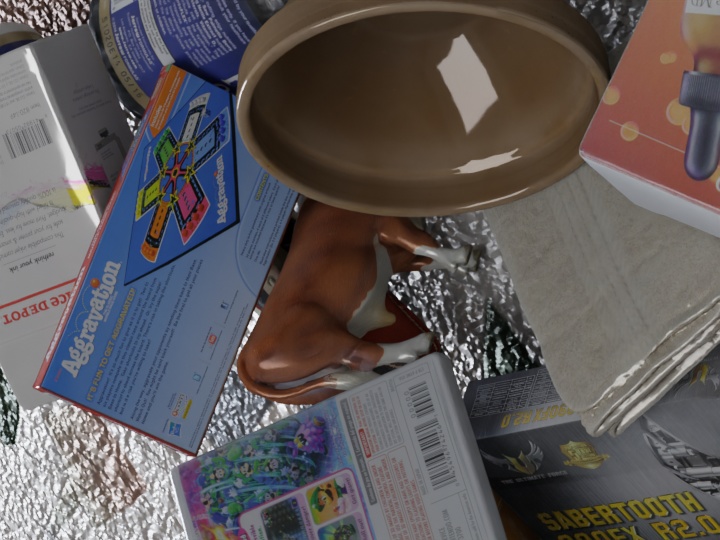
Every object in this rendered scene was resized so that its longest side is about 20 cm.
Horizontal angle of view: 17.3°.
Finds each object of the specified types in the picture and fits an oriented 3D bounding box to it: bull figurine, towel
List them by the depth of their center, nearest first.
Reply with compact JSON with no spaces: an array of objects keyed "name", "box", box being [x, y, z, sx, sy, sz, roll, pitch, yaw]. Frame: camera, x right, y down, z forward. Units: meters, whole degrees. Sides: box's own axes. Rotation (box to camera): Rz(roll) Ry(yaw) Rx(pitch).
[{"name":"towel","box":[0.139,-0.018,1.283,0.132,0.034,0.201,-43,45,27]},{"name":"bull figurine","box":[0.000,0.000,1.399,0.120,0.201,0.065,17,154,11]}]

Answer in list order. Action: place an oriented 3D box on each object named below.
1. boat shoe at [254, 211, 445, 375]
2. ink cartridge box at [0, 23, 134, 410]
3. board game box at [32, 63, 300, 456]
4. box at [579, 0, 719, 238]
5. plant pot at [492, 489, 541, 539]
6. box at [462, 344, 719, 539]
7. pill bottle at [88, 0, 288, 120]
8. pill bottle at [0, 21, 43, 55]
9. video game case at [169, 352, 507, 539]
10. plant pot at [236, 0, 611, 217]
[{"name":"boat shoe","box":[-0.024,0.010,1.467,0.199,0.071,0.063,35,130,27]},{"name":"ink cartridge box","box":[-0.183,-0.030,1.411,0.116,0.067,0.201,-18,97,30]},{"name":"board game box","box":[-0.104,-0.006,1.362,0.102,0.201,0.019,25,169,-20]},{"name":"box","box":[0.224,-0.106,1.151,0.151,0.106,0.201,24,88,25]},{"name":"plant pot","box":[0.053,0.219,1.435,0.183,0.200,0.200,40,130,-5]},{"name":"box","box":[0.174,0.110,1.330,0.199,0.049,0.158,-14,133,38]},{"name":"pill bottle","box":[-0.058,-0.164,1.388,0.199,0.112,0.113,-21,96,41]},{"name":"pill bottle","box":[-0.194,-0.054,1.520,0.200,0.111,0.111,49,130,20]},{"name":"video game case","box":[-0.003,0.171,1.311,0.181,0.024,0.201,-24,70,20]},{"name":"plant pot","box":[0.033,-0.119,1.268,0.200,0.200,0.093,-30,50,40]}]
